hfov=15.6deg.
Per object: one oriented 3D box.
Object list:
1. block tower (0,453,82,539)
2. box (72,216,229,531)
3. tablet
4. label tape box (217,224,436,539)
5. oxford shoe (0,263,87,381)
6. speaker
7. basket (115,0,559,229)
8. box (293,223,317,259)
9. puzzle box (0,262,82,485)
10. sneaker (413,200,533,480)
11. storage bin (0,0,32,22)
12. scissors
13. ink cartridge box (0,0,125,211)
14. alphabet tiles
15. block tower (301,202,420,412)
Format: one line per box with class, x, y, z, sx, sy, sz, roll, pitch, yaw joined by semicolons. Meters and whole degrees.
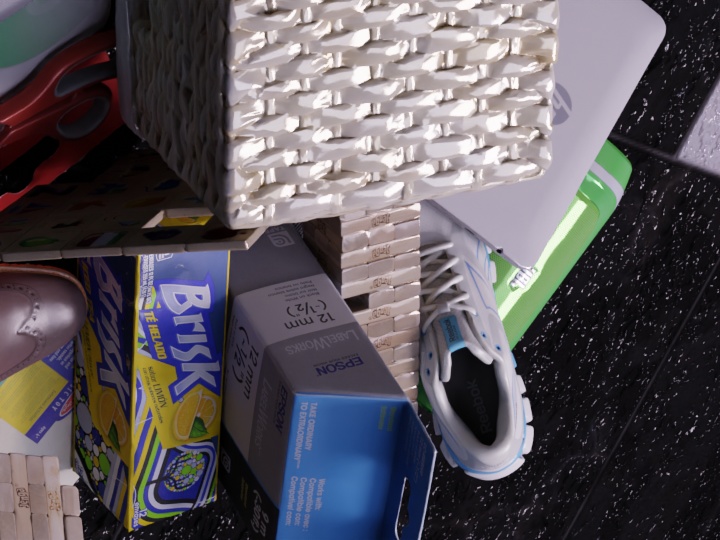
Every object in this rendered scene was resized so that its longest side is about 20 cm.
block tower;-0.255;0.130;1.429;0.199;0.054;0.058;8;151;-32
box;-0.121;0.046;1.506;0.064;0.070;0.201;-19;130;-31
tablet;0.097;-0.113;1.597;0.130;0.014;0.201;36;66;-11
label tape box;-0.034;0.091;1.499;0.066;0.200;0.144;-12;135;-22
oxford shoe;-0.226;0.049;1.418;0.199;0.072;0.072;-20;115;-31
speaker;0.084;-0.006;1.649;0.200;0.088;0.088;-54;143;-3
basket;-0.013;-0.146;1.343;0.199;0.161;0.199;-9;119;-20
box;-0.015;-0.013;1.641;0.200;0.047;0.193;-49;145;-7
puzzle box;-0.215;0.104;1.533;0.200;0.025;0.133;-51;142;-4
sneaker;0.055;0.026;1.563;0.075;0.201;0.087;-22;175;1
storage bin;-0.216;-0.169;1.189;0.134;0.199;0.146;-34;140;-38
scissors;-0.194;-0.077;1.366;0.199;0.014;0.073;-24;151;-42
ink cartridge box;-0.196;-0.094;1.382;0.161;0.050;0.201;-40;139;-18
alphabet tiles;-0.110;-0.039;1.404;0.200;0.166;0.008;-49;134;-67
block tower;0.000;0.000;1.523;0.054;0.058;0.201;-13;122;-22
